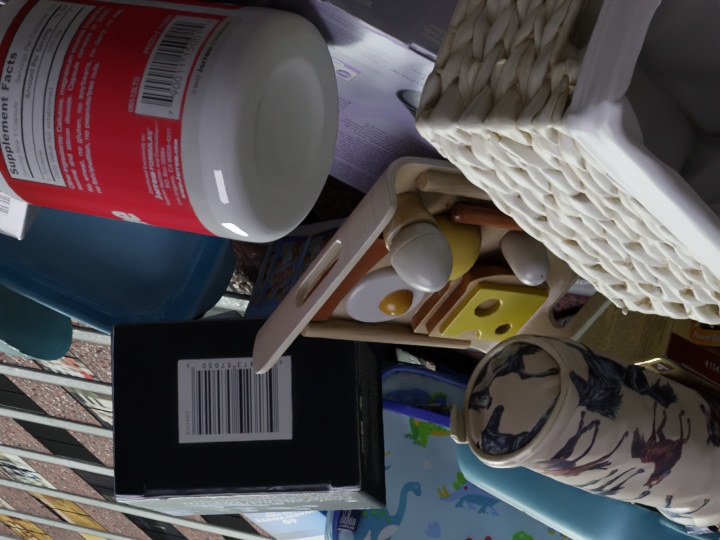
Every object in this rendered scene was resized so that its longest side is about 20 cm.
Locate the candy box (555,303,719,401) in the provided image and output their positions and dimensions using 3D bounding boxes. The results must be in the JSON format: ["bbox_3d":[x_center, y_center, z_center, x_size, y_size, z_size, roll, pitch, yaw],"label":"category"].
[{"bbox_3d":[0.183,0.071,1.385,0.115,0.056,0.200,28,157,-22],"label":"candy box"}]

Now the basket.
[{"bbox_3d":[0.136,-0.072,0.978,0.123,0.136,0.200,4,154,44],"label":"basket"}]

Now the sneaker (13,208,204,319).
[{"bbox_3d":[-0.174,-0.010,1.469,0.074,0.081,0.200,2,152,40],"label":"sneaker"}]

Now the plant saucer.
[{"bbox_3d":[-0.264,-0.016,1.405,0.039,0.201,0.201,-35,136,13],"label":"plant saucer"}]

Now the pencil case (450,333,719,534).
[{"bbox_3d":[0.143,0.095,1.242,0.199,0.078,0.089,21,131,-40],"label":"pencil case"}]

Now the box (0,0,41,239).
[{"bbox_3d":[-0.270,-0.118,1.241,0.199,0.041,0.156,18,126,2],"label":"box"}]

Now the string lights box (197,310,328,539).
[{"bbox_3d":[-0.065,0.121,1.563,0.059,0.103,0.200,-13,147,23],"label":"string lights box"}]

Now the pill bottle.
[{"bbox_3d":[-0.120,-0.082,1.071,0.199,0.113,0.112,10,157,27],"label":"pill bottle"}]

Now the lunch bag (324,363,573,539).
[{"bbox_3d":[0.081,0.157,1.543,0.199,0.162,0.082,18,170,-3],"label":"lunch bag"}]

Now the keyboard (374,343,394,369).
[{"bbox_3d":[-0.026,0.081,1.618,0.104,0.040,0.200,15,157,11],"label":"keyboard"}]

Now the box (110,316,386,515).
[{"bbox_3d":[-0.065,0.094,1.351,0.148,0.108,0.200,-3,171,5],"label":"box"}]

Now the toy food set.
[{"bbox_3d":[0.055,0.013,1.192,0.199,0.061,0.144,7,136,-37],"label":"toy food set"}]

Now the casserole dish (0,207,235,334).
[{"bbox_3d":[-0.175,-0.034,1.376,0.199,0.122,0.039,26,-179,-19],"label":"casserole dish"}]

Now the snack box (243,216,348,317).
[{"bbox_3d":[0.000,0.000,1.352,0.024,0.072,0.200,31,156,-32],"label":"snack box"}]

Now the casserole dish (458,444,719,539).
[{"bbox_3d":[0.142,0.149,1.413,0.121,0.039,0.200,21,-178,-42],"label":"casserole dish"}]

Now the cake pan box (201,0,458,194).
[{"bbox_3d":[-0.029,-0.118,1.122,0.199,0.053,0.184,26,156,-15],"label":"cake pan box"}]
